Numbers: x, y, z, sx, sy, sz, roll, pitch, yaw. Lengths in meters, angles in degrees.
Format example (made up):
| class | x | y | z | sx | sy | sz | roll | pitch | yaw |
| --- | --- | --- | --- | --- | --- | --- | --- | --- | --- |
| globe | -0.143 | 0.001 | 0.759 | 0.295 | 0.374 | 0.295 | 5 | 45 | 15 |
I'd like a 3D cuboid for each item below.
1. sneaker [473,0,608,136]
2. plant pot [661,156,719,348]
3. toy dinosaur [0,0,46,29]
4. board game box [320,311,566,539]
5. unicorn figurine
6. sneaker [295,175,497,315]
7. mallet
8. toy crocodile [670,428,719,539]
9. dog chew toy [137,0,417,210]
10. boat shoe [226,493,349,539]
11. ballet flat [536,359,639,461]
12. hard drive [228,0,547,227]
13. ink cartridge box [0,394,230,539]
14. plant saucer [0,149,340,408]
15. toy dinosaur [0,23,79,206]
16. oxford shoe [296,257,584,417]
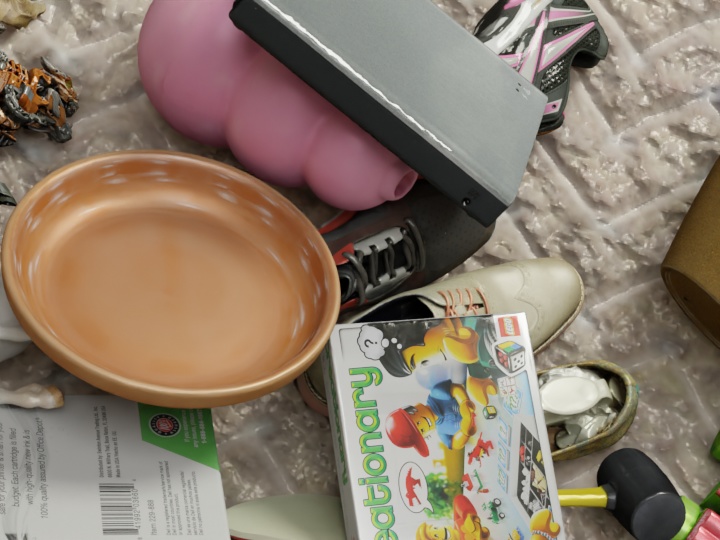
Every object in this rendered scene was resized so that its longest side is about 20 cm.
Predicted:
| class | x | y | z | sx | sy | sz | roll | pitch | yaw |
| --- | --- | --- | --- | --- | --- | --- | --- | --- | --- |
| sneaker | 0.092 | -0.114 | 1.588 | 0.086 | 0.080 | 0.200 | 45 | 74 | -5 |
| plant pot | 0.293 | -0.037 | 1.551 | 0.200 | 0.186 | 0.186 | -42 | 83 | -8 |
| toy dinosaur | -0.298 | -0.161 | 1.533 | 0.199 | 0.058 | 0.101 | -25 | 79 | -18 |
| board game box | 0.051 | 0.126 | 1.437 | 0.126 | 0.035 | 0.201 | -4 | 70 | -14 |
| unicorn figurine | -0.218 | 0.030 | 1.450 | 0.137 | 0.200 | 0.074 | 15 | 107 | 30 |
| sneaker | 0.000 | 0.000 | 1.512 | 0.199 | 0.082 | 0.077 | -21 | 111 | -10 |
| mallet | 0.104 | 0.144 | 1.479 | 0.199 | 0.066 | 0.041 | -3 | 115 | -25 |
| toy crocodile | 0.243 | 0.142 | 1.534 | 0.067 | 0.062 | 0.200 | 36 | 68 | 2 |
| dog chew toy | -0.044 | -0.111 | 1.515 | 0.200 | 0.125 | 0.125 | 38 | 67 | 22 |
| boat shoe | 0.010 | 0.179 | 1.475 | 0.199 | 0.071 | 0.063 | 6 | 112 | -10 |
| ballet flat | 0.083 | 0.098 | 1.515 | 0.199 | 0.071 | 0.071 | -14 | 74 | -15 |
| hard drive | 0.020 | -0.128 | 1.469 | 0.200 | 0.033 | 0.140 | 38 | 33 | -10 |
| ink cartridge box | -0.182 | 0.145 | 1.404 | 0.199 | 0.084 | 0.146 | 1 | 35 | -10 |
| plant saucer | -0.112 | 0.009 | 1.418 | 0.199 | 0.038 | 0.201 | 9 | 43 | -8 |
| toy dinosaur | -0.265 | -0.099 | 1.489 | 0.199 | 0.102 | 0.136 | 5 | 74 | -21 |
| oxford shoe | 0.059 | 0.038 | 1.526 | 0.199 | 0.074 | 0.071 | -24 | 77 | -18 |
